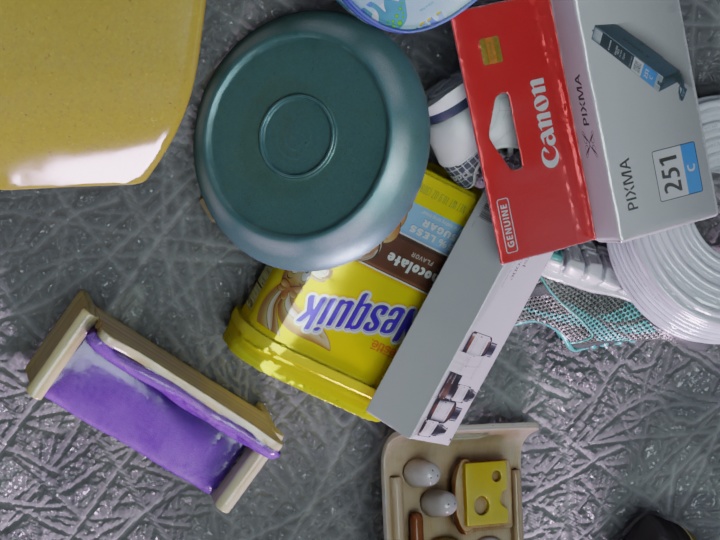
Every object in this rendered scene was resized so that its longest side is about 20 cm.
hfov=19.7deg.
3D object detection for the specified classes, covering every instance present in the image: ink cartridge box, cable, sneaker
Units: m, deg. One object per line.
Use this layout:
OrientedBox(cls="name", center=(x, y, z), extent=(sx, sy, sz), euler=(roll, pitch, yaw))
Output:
OrientedBox(cls="ink cartridge box", center=(0.172, -0.119, 1.577), extent=(0.175, 0.045, 0.201), euler=(-15, 97, -22))
OrientedBox(cls="cable", center=(0.297, -0.042, 1.681), extent=(0.199, 0.069, 0.201), euler=(1, 81, -15))
OrientedBox(cls="sneaker", center=(0.202, 0.032, 1.732), extent=(0.199, 0.078, 0.091), euler=(23, 117, -16))
OrientedBox(cls="sneaker", center=(0.138, -0.144, 1.630), extent=(0.199, 0.076, 0.081), euler=(-31, 101, -12))

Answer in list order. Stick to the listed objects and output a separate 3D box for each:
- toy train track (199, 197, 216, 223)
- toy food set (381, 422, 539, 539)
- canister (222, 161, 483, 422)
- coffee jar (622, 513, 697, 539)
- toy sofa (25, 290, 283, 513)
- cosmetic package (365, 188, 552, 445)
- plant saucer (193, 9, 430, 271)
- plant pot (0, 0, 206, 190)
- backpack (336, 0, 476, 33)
OrientedBox(cls="toy train track", center=(-0.046, -0.110, 1.618), extent=(0.200, 0.115, 0.032), euler=(-44, 151, 17))
OrientedBox(cls="toy food set", center=(0.094, 0.228, 1.721), extent=(0.143, 0.060, 0.201), euler=(0, 87, -33))
OrientedBox(cls="canister", center=(0.000, 0.000, 1.654), extent=(0.148, 0.087, 0.201), euler=(25, 99, -21))
OrientedBox(cls="coffee jar", center=(0.302, 0.299, 1.831), extent=(0.200, 0.085, 0.104), euler=(33, 101, -22))
OrientedBox(cls="toy sofa", center=(-0.163, 0.110, 1.644), extent=(0.200, 0.098, 0.083), euler=(34, 97, -23))
OrientedBox(cls="cosmetic package", center=(0.085, 0.039, 1.638), extent=(0.051, 0.082, 0.201), euler=(30, 96, 24))
OrientedBox(cls="plant saucer", center=(-0.044, -0.100, 1.570), extent=(0.199, 0.027, 0.201), euler=(-2, 84, 23))
OrientedBox(cls="plant pot", center=(-0.215, -0.170, 1.493), extent=(0.194, 0.194, 0.201), euler=(-4, 115, -13))
OrientedBox(cls="backpack", center=(0.025, -0.280, 1.522), extent=(0.183, 0.147, 0.200), euler=(-37, 107, 1))
